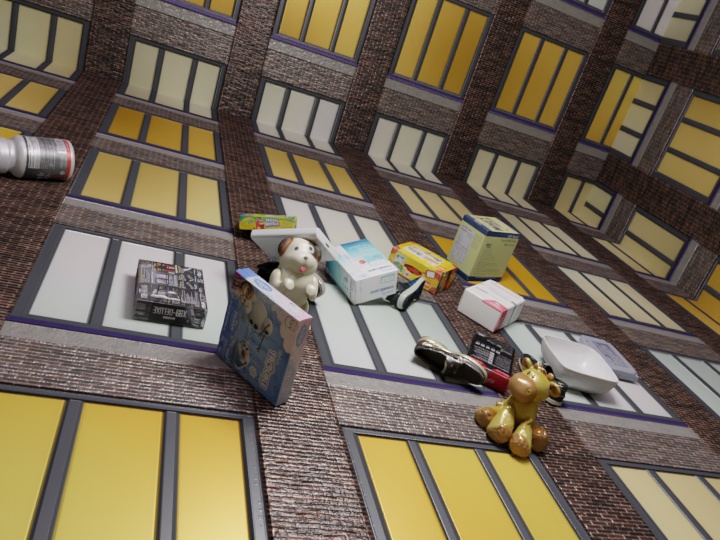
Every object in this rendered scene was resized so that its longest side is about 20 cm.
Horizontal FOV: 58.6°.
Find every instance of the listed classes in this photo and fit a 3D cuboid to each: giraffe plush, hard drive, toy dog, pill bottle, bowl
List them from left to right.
[{"bbox_3d":[-0.928,-0.321,1.819,0.197,0.118,0.115,-3,31,-45],"label":"pill bottle"},{"bbox_3d":[-0.169,-0.065,1.659,0.196,0.027,0.132,0,-29,26],"label":"hard drive"},{"bbox_3d":[-0.162,0.021,1.591,0.136,0.204,0.195,16,22,-11],"label":"toy dog"},{"bbox_3d":[0.379,0.301,1.471,0.171,0.165,0.199,30,24,25],"label":"giraffe plush"},{"bbox_3d":[0.622,0.280,1.859,0.195,0.076,0.201,15,23,-11],"label":"bowl"}]

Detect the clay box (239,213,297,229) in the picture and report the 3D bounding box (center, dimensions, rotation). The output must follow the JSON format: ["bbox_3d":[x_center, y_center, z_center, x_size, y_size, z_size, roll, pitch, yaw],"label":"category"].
[{"bbox_3d":[-0.272,-0.149,1.996,0.195,0.049,0.115,1,7,-3],"label":"clay box"}]

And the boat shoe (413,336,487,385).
[{"bbox_3d":[0.222,0.239,1.617,0.197,0.075,0.065,25,33,20],"label":"boat shoe"}]

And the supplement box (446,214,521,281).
[{"bbox_3d":[0.453,-0.082,2.378,0.197,0.203,0.134,1,28,-39],"label":"supplement box"}]

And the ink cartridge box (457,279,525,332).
[{"bbox_3d":[0.422,0.110,2.064,0.144,0.086,0.198,32,26,27],"label":"ink cartridge box"}]

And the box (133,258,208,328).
[{"bbox_3d":[-0.439,0.050,1.480,0.154,0.051,0.201,10,24,-24],"label":"box"}]

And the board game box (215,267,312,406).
[{"bbox_3d":[-0.200,0.132,1.296,0.197,0.204,0.043,32,27,30],"label":"board game box"}]

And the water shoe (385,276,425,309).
[{"bbox_3d":[0.139,0.054,1.959,0.078,0.073,0.199,25,21,17],"label":"water shoe"}]

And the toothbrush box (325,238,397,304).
[{"bbox_3d":[0.000,0.000,1.893,0.143,0.087,0.200,-13,36,-24],"label":"toothbrush box"}]

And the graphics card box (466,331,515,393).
[{"bbox_3d":[0.348,0.243,1.732,0.123,0.052,0.200,24,23,9],"label":"graphics card box"}]

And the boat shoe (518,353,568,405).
[{"bbox_3d":[0.502,0.283,1.758,0.070,0.069,0.201,9,23,-21],"label":"boat shoe"}]

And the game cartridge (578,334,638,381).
[{"bbox_3d":[0.786,0.280,2.059,0.130,0.042,0.201,18,22,-17],"label":"game cartridge"}]

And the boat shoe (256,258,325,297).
[{"bbox_3d":[-0.195,0.029,1.735,0.197,0.076,0.092,23,27,27],"label":"boat shoe"}]

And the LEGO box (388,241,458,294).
[{"bbox_3d":[0.209,-0.013,2.168,0.198,0.079,0.148,31,24,24],"label":"LEGO box"}]
